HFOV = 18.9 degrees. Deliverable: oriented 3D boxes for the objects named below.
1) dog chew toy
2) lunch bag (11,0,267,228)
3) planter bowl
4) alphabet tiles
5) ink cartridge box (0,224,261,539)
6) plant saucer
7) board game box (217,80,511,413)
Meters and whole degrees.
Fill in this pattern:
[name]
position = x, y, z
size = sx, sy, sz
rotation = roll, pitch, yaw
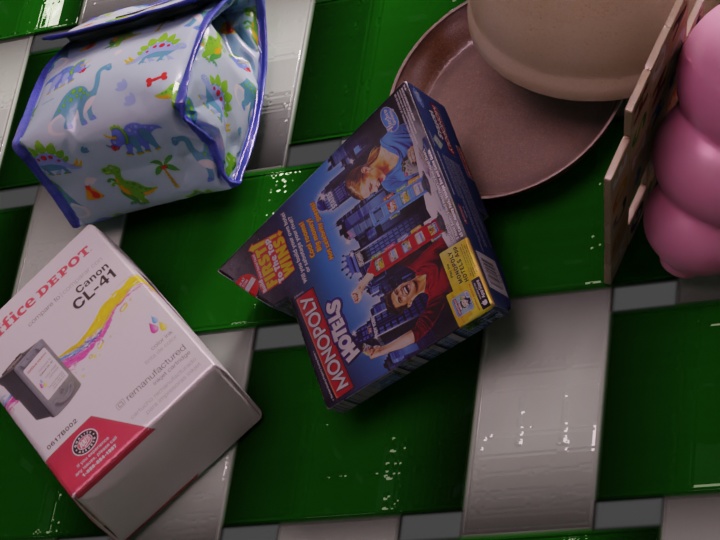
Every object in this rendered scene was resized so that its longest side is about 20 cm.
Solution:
[dog chew toy]
position = 0.254, -0.083, 1.456
size = 0.125, 0.124, 0.201
rotation = 48, 126, 41
[lunch bag]
position = -0.171, -0.155, 1.765
size = 0.169, 0.128, 0.201
rotation = -11, 42, 25
[planter bowl]
position = 0.172, -0.240, 1.578
size = 0.198, 0.135, 0.201
rotation = -4, 48, 5
[alphabet tiles]
position = 0.201, -0.102, 1.472
size = 0.007, 0.200, 0.168
rotation = 22, 70, 15
[ink cartridge box]
position = -0.191, 0.083, 1.635
size = 0.148, 0.086, 0.200
rotation = -43, 51, -3
[plant saucer]
position = 0.116, -0.133, 1.644
size = 0.198, 0.032, 0.202
rotation = -14, 55, 20
[board game box]
position = 0.000, 0.000, 1.587
size = 0.199, 0.062, 0.201
rotation = -32, 58, 21
